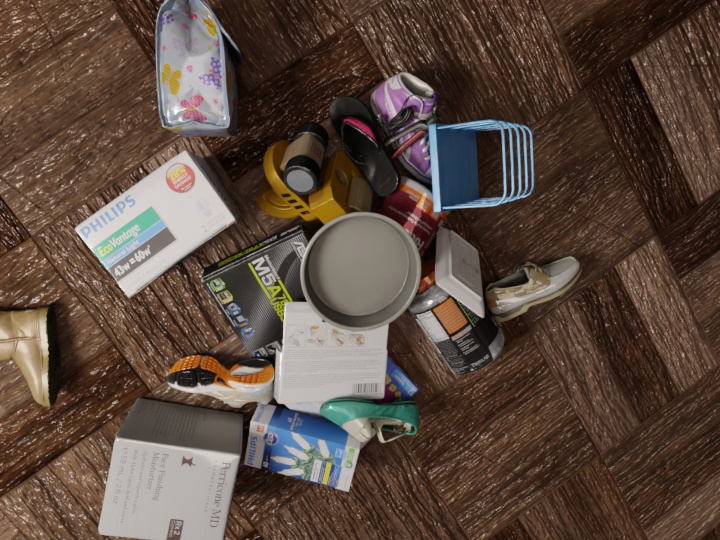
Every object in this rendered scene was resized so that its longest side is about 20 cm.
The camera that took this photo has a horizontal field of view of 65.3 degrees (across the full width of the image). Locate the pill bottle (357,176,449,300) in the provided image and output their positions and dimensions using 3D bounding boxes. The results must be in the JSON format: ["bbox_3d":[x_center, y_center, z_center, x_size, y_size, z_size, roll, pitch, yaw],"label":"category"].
[{"bbox_3d":[0.062,-0.054,0.998,0.113,0.114,0.202,31,91,-13],"label":"pill bottle"}]

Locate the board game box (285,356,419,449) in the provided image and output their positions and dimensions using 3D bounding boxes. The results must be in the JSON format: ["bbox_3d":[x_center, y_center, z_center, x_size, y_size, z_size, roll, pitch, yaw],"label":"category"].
[{"bbox_3d":[-0.025,0.223,1.059,0.200,0.041,0.200,-45,103,-1],"label":"board game box"}]

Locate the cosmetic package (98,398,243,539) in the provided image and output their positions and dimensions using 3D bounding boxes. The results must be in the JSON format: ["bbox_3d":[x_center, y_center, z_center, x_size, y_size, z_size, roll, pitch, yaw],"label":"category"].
[{"bbox_3d":[-0.313,0.340,0.961,0.197,0.165,0.168,11,97,-12],"label":"cosmetic package"}]

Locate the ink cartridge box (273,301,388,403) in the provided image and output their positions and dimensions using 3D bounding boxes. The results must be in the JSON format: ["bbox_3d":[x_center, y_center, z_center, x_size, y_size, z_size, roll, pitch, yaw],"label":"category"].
[{"bbox_3d":[-0.049,0.140,0.987,0.197,0.043,0.177,2,96,-20],"label":"ink cartridge box"}]

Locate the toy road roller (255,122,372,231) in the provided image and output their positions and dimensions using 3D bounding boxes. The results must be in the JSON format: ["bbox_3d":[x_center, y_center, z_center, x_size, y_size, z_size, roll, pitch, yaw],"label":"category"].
[{"bbox_3d":[-0.085,-0.135,0.958,0.145,0.124,0.200,-24,129,32],"label":"toy road roller"}]

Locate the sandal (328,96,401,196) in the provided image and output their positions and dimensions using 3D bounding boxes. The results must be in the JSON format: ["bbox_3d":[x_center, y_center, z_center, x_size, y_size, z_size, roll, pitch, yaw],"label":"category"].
[{"bbox_3d":[0.001,-0.216,0.952,0.045,0.075,0.202,-13,67,-48],"label":"sandal"}]

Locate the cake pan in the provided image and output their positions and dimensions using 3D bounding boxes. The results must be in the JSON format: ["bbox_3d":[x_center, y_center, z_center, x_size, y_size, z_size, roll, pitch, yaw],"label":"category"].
[{"bbox_3d":[0.000,0.000,0.918,0.197,0.037,0.204,-2,109,-6],"label":"cake pan"}]

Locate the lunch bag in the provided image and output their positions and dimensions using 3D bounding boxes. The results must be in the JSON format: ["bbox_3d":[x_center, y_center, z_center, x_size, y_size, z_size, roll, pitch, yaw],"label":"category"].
[{"bbox_3d":[-0.247,-0.317,0.878,0.125,0.170,0.204,-3,98,-8],"label":"lunch bag"}]

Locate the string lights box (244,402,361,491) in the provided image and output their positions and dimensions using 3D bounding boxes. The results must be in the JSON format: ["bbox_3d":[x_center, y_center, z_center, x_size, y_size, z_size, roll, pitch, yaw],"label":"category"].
[{"bbox_3d":[-0.103,0.319,1.017,0.197,0.059,0.104,14,114,1],"label":"string lights box"}]

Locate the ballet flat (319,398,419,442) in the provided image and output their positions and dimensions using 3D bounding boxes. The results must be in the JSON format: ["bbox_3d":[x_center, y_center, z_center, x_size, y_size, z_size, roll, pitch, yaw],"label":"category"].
[{"bbox_3d":[0.024,0.268,0.995,0.197,0.068,0.071,8,52,-27],"label":"ballet flat"}]

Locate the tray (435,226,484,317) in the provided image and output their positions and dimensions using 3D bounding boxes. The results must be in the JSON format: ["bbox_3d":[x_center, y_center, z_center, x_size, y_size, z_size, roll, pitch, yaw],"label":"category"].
[{"bbox_3d":[0.179,-0.008,0.990,0.107,0.201,0.022,36,120,-14],"label":"tray"}]

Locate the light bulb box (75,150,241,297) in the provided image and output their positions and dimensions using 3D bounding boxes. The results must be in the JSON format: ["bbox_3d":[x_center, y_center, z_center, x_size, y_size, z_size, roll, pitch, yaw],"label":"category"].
[{"bbox_3d":[-0.302,-0.078,0.886,0.197,0.200,0.126,-36,102,-3],"label":"light bulb box"}]

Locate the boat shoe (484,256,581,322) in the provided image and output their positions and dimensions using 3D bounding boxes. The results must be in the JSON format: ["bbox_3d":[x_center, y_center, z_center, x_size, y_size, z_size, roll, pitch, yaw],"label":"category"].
[{"bbox_3d":[0.331,0.022,1.078,0.198,0.075,0.069,-30,108,-4],"label":"boat shoe"}]

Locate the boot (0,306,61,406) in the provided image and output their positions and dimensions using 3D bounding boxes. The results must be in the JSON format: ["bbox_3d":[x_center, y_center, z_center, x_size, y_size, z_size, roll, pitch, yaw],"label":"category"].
[{"bbox_3d":[-0.614,0.146,0.935,0.197,0.066,0.178,-4,87,-10],"label":"boot"}]

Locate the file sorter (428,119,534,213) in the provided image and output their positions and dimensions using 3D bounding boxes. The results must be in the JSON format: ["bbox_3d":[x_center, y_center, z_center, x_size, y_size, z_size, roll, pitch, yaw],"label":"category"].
[{"bbox_3d":[0.210,-0.180,0.948,0.121,0.199,0.141,0,100,31],"label":"file sorter"}]

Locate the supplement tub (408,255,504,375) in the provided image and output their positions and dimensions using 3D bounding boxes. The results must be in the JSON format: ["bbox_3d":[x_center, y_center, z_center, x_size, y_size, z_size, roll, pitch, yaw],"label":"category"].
[{"bbox_3d":[0.166,0.080,1.032,0.122,0.123,0.201,-36,102,-3],"label":"supplement tub"}]

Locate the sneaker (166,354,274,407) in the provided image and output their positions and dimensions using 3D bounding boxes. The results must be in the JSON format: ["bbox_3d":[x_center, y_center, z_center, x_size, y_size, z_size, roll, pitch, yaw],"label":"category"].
[{"bbox_3d":[-0.246,0.209,1.000,0.196,0.076,0.093,2,129,8],"label":"sneaker"}]

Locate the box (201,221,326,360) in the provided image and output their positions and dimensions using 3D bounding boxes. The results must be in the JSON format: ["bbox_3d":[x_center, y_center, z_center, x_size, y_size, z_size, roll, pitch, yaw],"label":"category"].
[{"bbox_3d":[-0.142,0.044,0.972,0.191,0.048,0.202,-23,117,6],"label":"box"}]

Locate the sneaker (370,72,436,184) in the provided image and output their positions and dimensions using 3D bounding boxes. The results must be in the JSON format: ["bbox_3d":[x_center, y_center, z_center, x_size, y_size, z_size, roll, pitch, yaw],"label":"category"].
[{"bbox_3d":[0.105,-0.245,0.973,0.201,0.114,0.073,51,58,-14],"label":"sneaker"}]

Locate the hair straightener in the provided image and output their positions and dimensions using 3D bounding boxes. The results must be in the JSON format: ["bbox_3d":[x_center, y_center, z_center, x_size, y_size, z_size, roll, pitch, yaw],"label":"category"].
[{"bbox_3d":[0.053,-0.232,0.950,0.077,0.199,0.041,50,46,-10],"label":"hair straightener"}]
